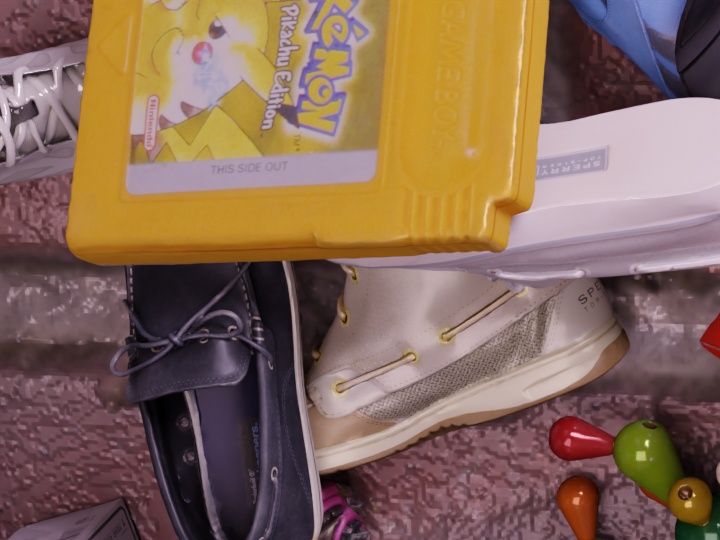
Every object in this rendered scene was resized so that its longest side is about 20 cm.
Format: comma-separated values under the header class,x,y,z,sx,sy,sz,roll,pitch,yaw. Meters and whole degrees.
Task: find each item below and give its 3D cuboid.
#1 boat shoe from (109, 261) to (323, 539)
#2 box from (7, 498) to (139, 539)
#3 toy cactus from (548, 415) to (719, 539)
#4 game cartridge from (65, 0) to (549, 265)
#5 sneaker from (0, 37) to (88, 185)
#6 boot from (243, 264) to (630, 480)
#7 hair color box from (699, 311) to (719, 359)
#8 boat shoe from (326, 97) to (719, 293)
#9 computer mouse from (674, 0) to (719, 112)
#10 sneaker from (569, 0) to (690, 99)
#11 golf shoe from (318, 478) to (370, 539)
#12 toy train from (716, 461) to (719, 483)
class,x,y,z,sx,sy,sz,roll,pitch,yaw
boat shoe,-0.065,0.034,1.100,0.074,0.062,0.202,-10,94,28
box,-0.119,0.222,1.214,0.060,0.117,0.201,-17,102,20
toy cactus,0.157,0.156,1.135,0.164,0.102,0.202,-5,96,8
game cartridge,-0.021,-0.092,1.049,0.199,0.032,0.178,-3,75,28
sneaker,-0.132,-0.062,1.132,0.199,0.115,0.076,-12,102,19
boot,0.000,0.000,1.137,0.199,0.072,0.156,-19,101,15
hair color box,0.247,0.043,1.044,0.199,0.061,0.102,33,89,-8
boat shoe,0.071,-0.023,1.055,0.198,0.072,0.069,-11,135,17
computer mouse,0.172,-0.159,1.004,0.140,0.046,0.201,35,93,-15
sneaker,0.133,-0.106,1.079,0.078,0.066,0.201,-16,112,51
golf shoe,-0.048,0.185,1.213,0.092,0.072,0.202,11,104,33
toy train,0.221,0.139,1.088,0.149,0.056,0.202,-9,79,-22
